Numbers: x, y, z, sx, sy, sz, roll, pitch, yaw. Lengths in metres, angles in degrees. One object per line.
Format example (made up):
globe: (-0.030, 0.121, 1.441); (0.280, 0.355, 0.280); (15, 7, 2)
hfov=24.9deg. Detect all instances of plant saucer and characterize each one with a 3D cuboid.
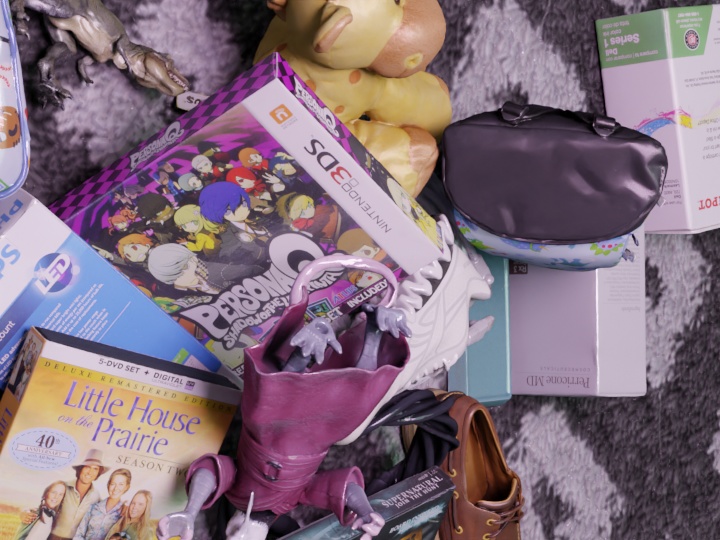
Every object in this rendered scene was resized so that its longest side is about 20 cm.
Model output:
plant saucer: (0.099, 0.014, 1.347); (0.070, 0.019, 0.201); (-1, 89, -45)

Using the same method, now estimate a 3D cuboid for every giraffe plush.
giraffe plush: (-0.009, -0.156, 1.112); (0.199, 0.162, 0.173); (-3, 57, -28)

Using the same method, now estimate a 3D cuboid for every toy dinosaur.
toy dinosaur: (-0.195, -0.163, 1.046); (0.200, 0.047, 0.088); (48, 43, -32)

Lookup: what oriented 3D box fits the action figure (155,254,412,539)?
action figure: (-0.054, 0.101, 1.014); (0.134, 0.200, 0.149); (13, 35, -19)

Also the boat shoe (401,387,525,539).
boat shoe: (0.095, 0.189, 1.302); (0.072, 0.067, 0.201); (-33, 112, -40)

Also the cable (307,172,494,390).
cable: (0.000, 0.000, 1.215); (0.200, 0.069, 0.201); (-37, 113, -37)

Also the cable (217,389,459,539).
cable: (-0.007, 0.153, 1.176); (0.200, 0.051, 0.164); (-4, 120, -41)

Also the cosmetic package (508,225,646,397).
cosmetic package: (0.181, 0.006, 1.370); (0.074, 0.101, 0.201); (3, 86, -44)

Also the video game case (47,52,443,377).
video game case: (-0.076, -0.024, 1.063); (0.181, 0.200, 0.036); (46, 24, -33)

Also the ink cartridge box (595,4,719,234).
ink cartridge box: (0.301, -0.140, 1.501); (0.145, 0.084, 0.201); (-12, 97, -44)

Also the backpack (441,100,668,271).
backpack: (0.145, -0.062, 1.227); (0.200, 0.163, 0.154); (-66, 160, -73)

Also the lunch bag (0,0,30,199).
lunch bag: (-0.279, -0.124, 0.927); (0.160, 0.076, 0.201); (-12, 96, -23)

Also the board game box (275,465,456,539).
board game box: (-0.022, 0.226, 1.166); (0.200, 0.028, 0.136); (-18, 137, -44)

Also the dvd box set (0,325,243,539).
dvd box set: (-0.172, 0.144, 1.008); (0.146, 0.029, 0.201); (19, 99, -36)

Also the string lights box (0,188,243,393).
string lights box: (-0.177, 0.047, 1.024); (0.103, 0.059, 0.200); (-49, 124, -8)

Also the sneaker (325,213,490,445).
sneaker: (0.032, 0.050, 1.123); (0.081, 0.075, 0.200); (47, 50, -18)
